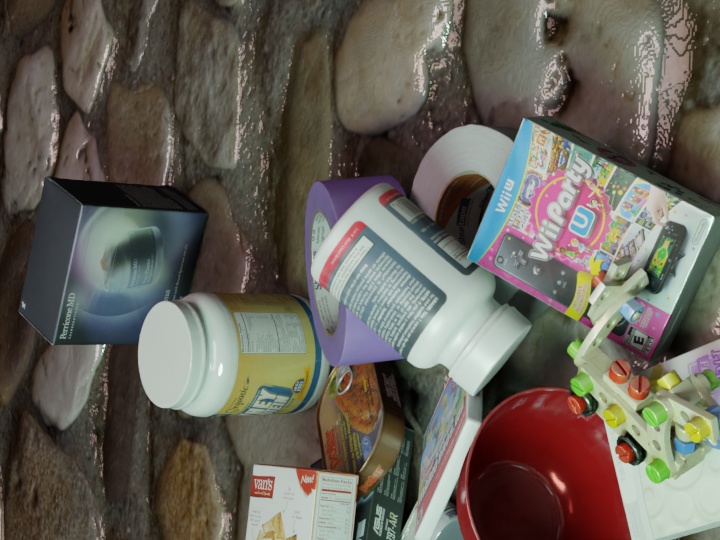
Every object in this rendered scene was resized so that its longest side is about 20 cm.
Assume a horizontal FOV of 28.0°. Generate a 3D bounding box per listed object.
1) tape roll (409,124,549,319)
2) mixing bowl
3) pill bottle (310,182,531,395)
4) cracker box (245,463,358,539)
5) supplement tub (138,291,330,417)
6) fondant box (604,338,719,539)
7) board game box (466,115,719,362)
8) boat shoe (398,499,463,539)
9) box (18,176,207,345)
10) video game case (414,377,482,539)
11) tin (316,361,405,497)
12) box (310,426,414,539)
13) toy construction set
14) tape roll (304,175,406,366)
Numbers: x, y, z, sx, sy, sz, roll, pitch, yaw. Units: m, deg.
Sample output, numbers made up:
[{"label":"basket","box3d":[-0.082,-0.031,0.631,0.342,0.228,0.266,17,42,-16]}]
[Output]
[{"label":"tape roll","box3d":[0.132,-0.047,1.477,0.199,0.066,0.203,-3,86,51]},{"label":"mixing bowl","box3d":[0.164,0.218,1.339,0.108,0.198,0.203,139,124,-61]},{"label":"pill bottle","box3d":[0.061,0.022,1.391,0.200,0.119,0.120,41,124,11]},{"label":"cracker box","box3d":[-0.069,0.309,1.522,0.133,0.057,0.203,-7,74,56]},{"label":"supplement tub","box3d":[-0.149,0.100,1.719,0.144,0.198,0.147,-4,86,52]},{"label":"fondant box","box3d":[0.307,0.143,1.251,0.199,0.058,0.146,-30,65,46]},{"label":"board game box","box3d":[0.215,-0.032,1.316,0.199,0.064,0.149,31,112,24]},{"label":"boat shoe","box3d":[0.045,0.327,1.562,0.086,0.074,0.204,41,116,45]},{"label":"box","box3d":[-0.338,-0.009,1.968,0.123,0.197,0.202,33,114,47]},{"label":"video game case","box3d":[0.091,0.163,1.461,0.200,0.017,0.144,-77,8,-67]},{"label":"tin","box3d":[-0.001,0.166,1.596,0.112,0.042,0.201,-48,26,21]},{"label":"box","box3d":[-0.014,0.282,1.594,0.160,0.043,0.202,-38,32,45]},{"label":"toy construction set","box3d":[0.235,0.092,1.217,0.132,0.091,0.201,91,158,-50]},{"label":"tape roll","box3d":[0.000,0.000,1.567,0.200,0.084,0.203,175,90,-77]}]
